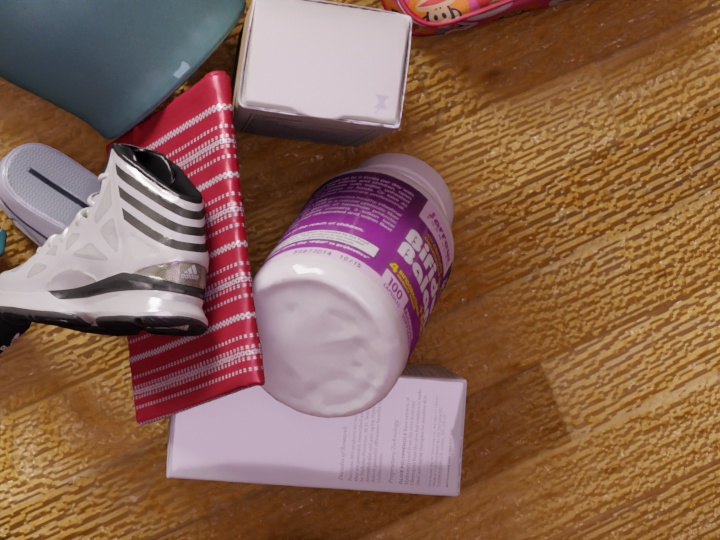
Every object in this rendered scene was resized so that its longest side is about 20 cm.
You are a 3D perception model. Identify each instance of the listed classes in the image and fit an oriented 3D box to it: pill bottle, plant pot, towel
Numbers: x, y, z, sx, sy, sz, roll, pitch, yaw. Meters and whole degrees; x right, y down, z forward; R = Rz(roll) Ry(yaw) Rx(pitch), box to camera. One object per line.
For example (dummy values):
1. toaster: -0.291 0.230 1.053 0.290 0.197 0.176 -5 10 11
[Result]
1. pill bottle: 0.000 0.000 1.005 0.112 0.200 0.113 9 122 14
2. plant pot: -0.185 -0.196 0.996 0.200 0.200 0.188 -45 107 -4
3. towel: -0.112 -0.012 0.965 0.022 0.144 0.201 2 74 -37

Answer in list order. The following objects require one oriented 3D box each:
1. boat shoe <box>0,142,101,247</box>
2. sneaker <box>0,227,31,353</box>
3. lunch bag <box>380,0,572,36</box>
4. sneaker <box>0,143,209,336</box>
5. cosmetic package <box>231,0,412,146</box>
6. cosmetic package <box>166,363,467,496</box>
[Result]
1. boat shoe: -0.166 -0.016 1.058 0.200 0.067 0.074 40 65 -6
2. sneaker: -0.289 -0.034 1.042 0.079 0.071 0.201 -20 101 -7
3. lunch bag: 0.095 -0.270 1.076 0.199 0.082 0.177 -15 92 -6
4. sneaker: -0.161 -0.019 0.967 0.075 0.200 0.116 14 79 -45
5. cosmetic package: -0.032 -0.128 1.002 0.104 0.200 0.072 7 90 -9
6. cosmetic package: -0.034 0.102 1.053 0.198 0.108 0.085 3 92 -5
